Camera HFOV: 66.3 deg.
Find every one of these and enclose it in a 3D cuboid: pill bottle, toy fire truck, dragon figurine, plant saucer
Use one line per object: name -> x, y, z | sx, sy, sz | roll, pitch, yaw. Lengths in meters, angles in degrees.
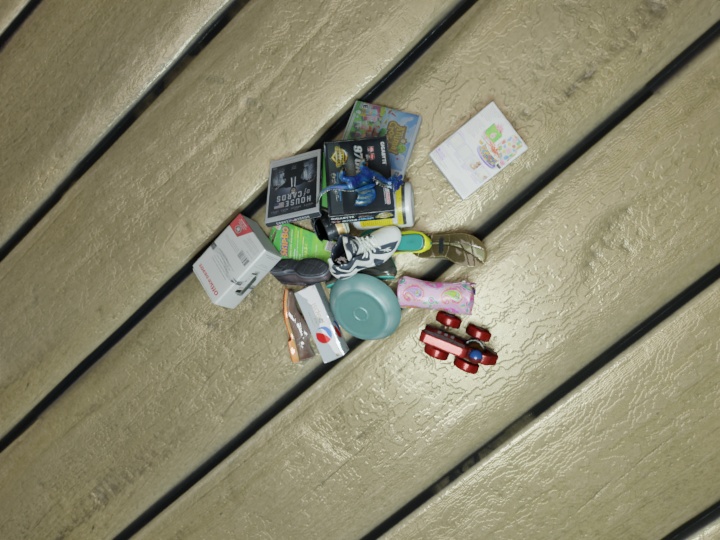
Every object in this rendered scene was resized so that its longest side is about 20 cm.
pill bottle -> 0.035, -0.161, 1.390 | 0.196, 0.111, 0.113 | -3, 93, 10
toy fire truck -> 0.240, 0.187, 1.348 | 0.197, 0.168, 0.114 | 22, 98, 8
dragon figurine -> 0.001, -0.186, 1.231 | 0.198, 0.059, 0.100 | -27, 62, -16
plant saucer -> 0.005, 0.104, 1.406 | 0.197, 0.036, 0.203 | 11, 123, 17

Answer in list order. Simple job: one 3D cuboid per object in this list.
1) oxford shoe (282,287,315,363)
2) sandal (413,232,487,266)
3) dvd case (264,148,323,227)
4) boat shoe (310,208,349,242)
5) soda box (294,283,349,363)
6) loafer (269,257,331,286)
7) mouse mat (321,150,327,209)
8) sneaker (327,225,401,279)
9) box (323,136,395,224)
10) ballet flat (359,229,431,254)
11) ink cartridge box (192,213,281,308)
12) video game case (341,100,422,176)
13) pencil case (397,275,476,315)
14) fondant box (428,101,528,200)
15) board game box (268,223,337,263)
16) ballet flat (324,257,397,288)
oxford shoe -> -0.166, 0.142, 1.477 | 0.072, 0.071, 0.204 | -10, 98, -7
sandal -> 0.225, -0.055, 1.398 | 0.197, 0.054, 0.082 | 7, 90, 24
dvd case -> -0.167, -0.211, 1.402 | 0.148, 0.025, 0.203 | -11, 57, 15
boat shoe -> -0.092, -0.111, 1.379 | 0.062, 0.199, 0.076 | -28, 110, -17
soda box -> -0.101, 0.136, 1.456 | 0.063, 0.068, 0.203 | -24, 89, 10
loafer -> -0.149, 0.010, 1.433 | 0.197, 0.072, 0.064 | 5, 135, 36
mouse mat -> -0.070, -0.226, 1.392 | 0.198, 0.008, 0.162 | 19, 70, 28
sneaker -> 0.004, -0.054, 1.315 | 0.197, 0.130, 0.081 | -24, 76, 6
box -> -0.004, -0.214, 1.304 | 0.156, 0.046, 0.203 | -5, 69, 1
ballet flat -> 0.093, -0.072, 1.403 | 0.197, 0.067, 0.068 | 5, 96, 35
ink cartridge box -> -0.328, -0.022, 1.457 | 0.200, 0.083, 0.147 | -44, 63, 10
video game case -> 0.044, -0.323, 1.380 | 0.179, 0.022, 0.203 | 16, 69, 8
pencil case -> 0.190, 0.061, 1.389 | 0.196, 0.087, 0.089 | 4, 95, 12
fondant box -> 0.289, -0.292, 1.364 | 0.199, 0.058, 0.145 | -38, 87, 11
board game box -> -0.151, -0.061, 1.473 | 0.197, 0.030, 0.097 | 21, 97, 5
ballet flat -> 0.000, 0.000, 1.432 | 0.197, 0.068, 0.070 | -9, 78, 15
